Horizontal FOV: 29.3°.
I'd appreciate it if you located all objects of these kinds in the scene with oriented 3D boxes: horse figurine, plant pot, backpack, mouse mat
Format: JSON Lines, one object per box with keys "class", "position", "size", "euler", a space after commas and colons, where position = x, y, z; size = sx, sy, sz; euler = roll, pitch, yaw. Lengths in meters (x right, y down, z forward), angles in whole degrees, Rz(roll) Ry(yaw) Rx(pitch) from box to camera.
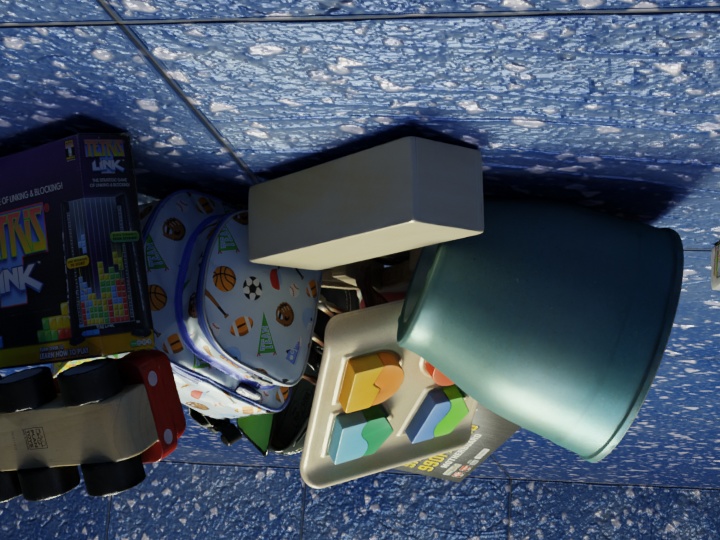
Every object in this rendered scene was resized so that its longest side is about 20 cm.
{"class": "horse figurine", "position": [0.001, 0.079, 1.289], "size": [0.132, 0.050, 0.201], "euler": [30, 145, 4]}
{"class": "plant pot", "position": [0.135, 0.030, 1.124], "size": [0.186, 0.202, 0.200], "euler": [20, 165, -3]}
{"class": "backpack", "position": [-0.133, 0.025, 1.186], "size": [0.189, 0.202, 0.153], "euler": [23, 151, -32]}
{"class": "mouse mat", "position": [-0.097, 0.095, 1.395], "size": [0.007, 0.163, 0.200], "euler": [10, 180, -15]}

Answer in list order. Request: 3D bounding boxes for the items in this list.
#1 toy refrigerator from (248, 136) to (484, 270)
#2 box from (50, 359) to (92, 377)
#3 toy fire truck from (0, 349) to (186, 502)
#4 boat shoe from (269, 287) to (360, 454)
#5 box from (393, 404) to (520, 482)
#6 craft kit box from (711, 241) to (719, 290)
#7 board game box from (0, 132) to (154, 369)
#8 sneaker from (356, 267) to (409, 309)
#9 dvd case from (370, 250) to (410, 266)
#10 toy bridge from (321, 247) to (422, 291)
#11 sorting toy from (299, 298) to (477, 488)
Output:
{"class": "toy refrigerator", "position": [0.000, -0.051, 1.070], "size": [0.075, 0.071, 0.199], "euler": [7, 168, -39]}
{"class": "box", "position": [-0.214, 0.058, 1.450], "size": [0.190, 0.124, 0.200], "euler": [10, 165, -18]}
{"class": "toy fire truck", "position": [-0.207, 0.121, 1.126], "size": [0.174, 0.130, 0.200], "euler": [-9, -169, 28]}
{"class": "boat shoe", "position": [-0.054, 0.096, 1.396], "size": [0.074, 0.201, 0.066], "euler": [27, -169, 12]}
{"class": "box", "position": [0.083, 0.145, 1.436], "size": [0.157, 0.049, 0.200], "euler": [14, 140, -23]}
{"class": "craft kit box", "position": [0.409, -0.018, 1.129], "size": [0.197, 0.049, 0.198], "euler": [4, 168, 1]}
{"class": "board game box", "position": [-0.253, -0.009, 1.090], "size": [0.199, 0.168, 0.056], "euler": [-10, 178, 42]}
{"class": "sneaker", "position": [0.080, 0.041, 1.303], "size": [0.199, 0.088, 0.073], "euler": [-7, 164, 41]}
{"class": "dvd case", "position": [0.077, -0.023, 1.259], "size": [0.197, 0.016, 0.149], "euler": [6, 166, -4]}
{"class": "toy bridge", "position": [0.000, 0.000, 1.285], "size": [0.198, 0.028, 0.067], "euler": [-4, 163, 35]}
{"class": "sorting toy", "position": [0.042, 0.109, 1.240], "size": [0.183, 0.037, 0.202], "euler": [-12, 134, -24]}
